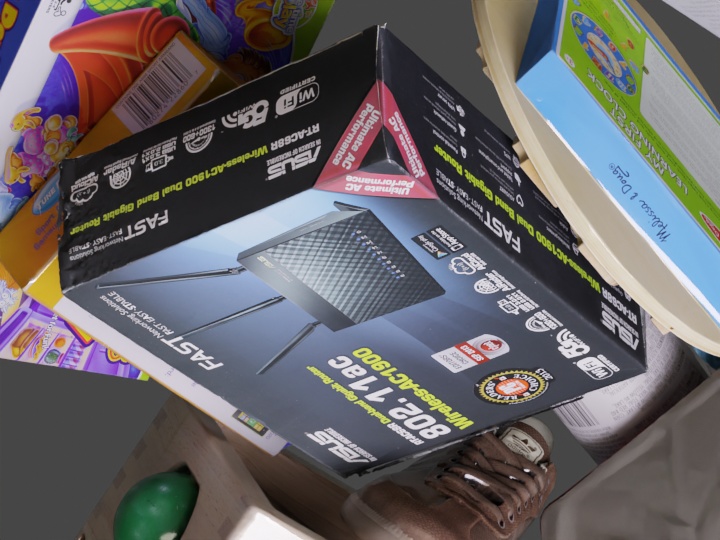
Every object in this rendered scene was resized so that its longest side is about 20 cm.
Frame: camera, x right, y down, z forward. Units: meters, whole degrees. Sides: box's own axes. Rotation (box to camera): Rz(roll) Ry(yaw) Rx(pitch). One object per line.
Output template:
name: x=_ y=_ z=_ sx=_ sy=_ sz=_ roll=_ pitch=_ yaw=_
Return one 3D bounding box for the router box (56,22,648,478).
router box: x=0.000 y=0.000 z=1.066 sx=0.149 sy=0.062 sz=0.200 roll=-21 pitch=144 yaw=27

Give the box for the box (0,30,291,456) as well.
box: x=-0.049 y=-0.002 z=1.151 sx=0.119 sy=0.041 sz=0.200 roll=-48 pitch=139 yaw=4

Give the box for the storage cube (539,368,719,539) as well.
storage cube: x=0.196 y=0.156 z=1.140 sx=0.180 sy=0.171 sz=0.200 roll=35 pitch=122 yaw=-24

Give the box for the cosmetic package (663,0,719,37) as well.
cosmetic package: x=0.173 y=-0.145 z=1.127 sx=0.200 sy=0.074 sz=0.102 roll=32 pitch=82 yaw=-22

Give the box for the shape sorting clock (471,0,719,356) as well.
shape sorting clock: x=0.108 y=-0.052 z=1.108 sx=0.039 sy=0.200 sz=0.200 roll=-34 pitch=116 yaw=23

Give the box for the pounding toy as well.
pounding toy: x=-0.061 y=0.154 z=1.197 sx=0.200 sy=0.184 sz=0.142 roll=32 pitch=95 yaw=-21

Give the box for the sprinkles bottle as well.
sprinkles bottle: x=0.127 y=0.061 z=1.231 sx=0.068 sy=0.068 sz=0.200 roll=-36 pitch=115 yaw=8

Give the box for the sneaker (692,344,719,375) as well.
sneaker: x=0.226 y=-0.021 z=1.211 sx=0.200 sy=0.077 sz=0.081 roll=-44 pitch=153 yaw=-2

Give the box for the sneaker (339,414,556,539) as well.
sneaker: x=0.044 y=0.093 z=1.175 sx=0.070 sy=0.200 sz=0.076 roll=39 pitch=95 yaw=4

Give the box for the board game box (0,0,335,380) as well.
board game box: x=-0.109 y=-0.057 z=1.126 sx=0.134 sy=0.045 sz=0.200 roll=10 pitch=115 yaw=-40
